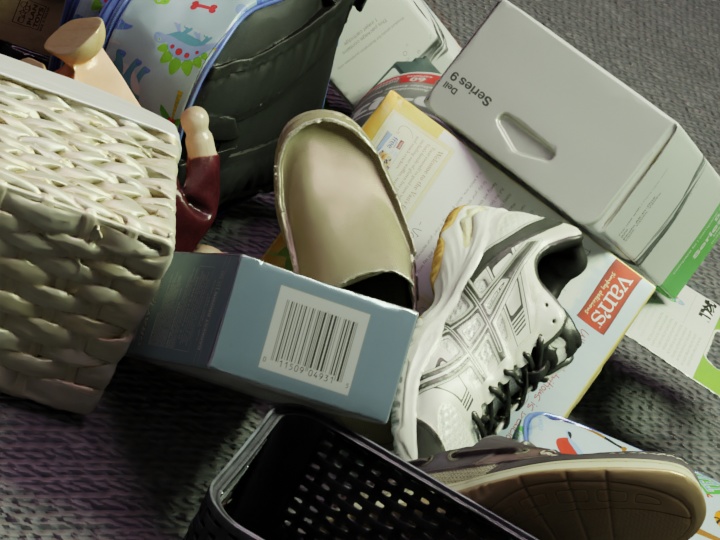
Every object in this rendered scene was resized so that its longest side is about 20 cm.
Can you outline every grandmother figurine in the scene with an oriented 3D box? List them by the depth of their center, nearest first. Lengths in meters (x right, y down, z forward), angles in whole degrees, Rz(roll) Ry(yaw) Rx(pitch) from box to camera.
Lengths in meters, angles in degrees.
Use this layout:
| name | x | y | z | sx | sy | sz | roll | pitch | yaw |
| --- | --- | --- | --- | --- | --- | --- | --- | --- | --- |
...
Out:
| name | x | y | z | sx | sy | sz | roll | pitch | yaw |
| --- | --- | --- | --- | --- | --- | --- | --- | --- | --- |
| grandmother figurine | -0.126 | -0.039 | 1.259 | 0.200 | 0.121 | 0.061 | 54 | 1 | -29 |

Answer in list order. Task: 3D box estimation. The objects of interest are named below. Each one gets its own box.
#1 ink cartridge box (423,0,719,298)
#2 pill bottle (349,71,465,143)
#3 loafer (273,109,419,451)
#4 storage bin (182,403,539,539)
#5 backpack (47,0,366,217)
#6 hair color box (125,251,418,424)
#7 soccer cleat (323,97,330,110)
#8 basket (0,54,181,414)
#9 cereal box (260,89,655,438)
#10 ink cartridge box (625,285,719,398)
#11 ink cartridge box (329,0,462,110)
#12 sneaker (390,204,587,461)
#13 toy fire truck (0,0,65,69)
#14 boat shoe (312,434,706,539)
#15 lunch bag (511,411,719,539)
| name | x | y | z | sx | sy | sz | roll | pitch | yaw |
| --- | --- | --- | --- | --- | --- | --- | --- | --- | --- |
| ink cartridge box | 0.142 | -0.072 | 1.400 | 0.146 | 0.084 | 0.200 | 38 | 2 | 22 |
| pill bottle | 0.026 | -0.050 | 1.465 | 0.113 | 0.114 | 0.200 | 28 | 23 | 0 |
| loafer | 0.000 | 0.000 | 1.266 | 0.075 | 0.068 | 0.201 | -14 | 79 | -8 |
| storage bin | 0.012 | 0.166 | 1.040 | 0.199 | 0.094 | 0.135 | 29 | 24 | 5 |
| backpack | -0.109 | -0.120 | 1.385 | 0.146 | 0.184 | 0.200 | 26 | 30 | 14 |
| hair color box | -0.057 | 0.032 | 1.162 | 0.099 | 0.061 | 0.200 | 19 | -6 | -21 |
| soccer cleat | -0.085 | -0.168 | 1.562 | 0.200 | 0.067 | 0.081 | 50 | -1 | -14 |
| basket | -0.202 | -0.026 | 1.150 | 0.199 | 0.136 | 0.124 | 19 | 29 | -19 |
| cereal box | 0.054 | 0.010 | 1.326 | 0.200 | 0.144 | 0.040 | 38 | -13 | 3 |
| ink cartridge box | 0.160 | 0.043 | 1.470 | 0.199 | 0.076 | 0.148 | 32 | 23 | 6 |
| ink cartridge box | 0.012 | -0.165 | 1.615 | 0.200 | 0.086 | 0.147 | 45 | 11 | -36 |
| sneaker | 0.074 | 0.046 | 1.226 | 0.087 | 0.076 | 0.201 | 5 | 57 | 17 |
| toy fire truck | -0.232 | -0.209 | 1.525 | 0.175 | 0.129 | 0.200 | 18 | 12 | -24 |
| boat shoe | 0.073 | 0.114 | 1.123 | 0.199 | 0.072 | 0.065 | -13 | 33 | 17 |
| lunch bag | 0.137 | 0.161 | 1.210 | 0.159 | 0.076 | 0.200 | 20 | 25 | -11 |
